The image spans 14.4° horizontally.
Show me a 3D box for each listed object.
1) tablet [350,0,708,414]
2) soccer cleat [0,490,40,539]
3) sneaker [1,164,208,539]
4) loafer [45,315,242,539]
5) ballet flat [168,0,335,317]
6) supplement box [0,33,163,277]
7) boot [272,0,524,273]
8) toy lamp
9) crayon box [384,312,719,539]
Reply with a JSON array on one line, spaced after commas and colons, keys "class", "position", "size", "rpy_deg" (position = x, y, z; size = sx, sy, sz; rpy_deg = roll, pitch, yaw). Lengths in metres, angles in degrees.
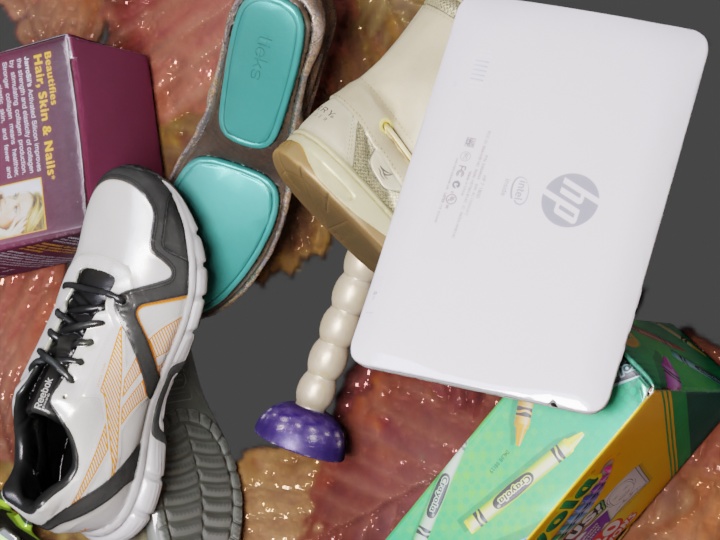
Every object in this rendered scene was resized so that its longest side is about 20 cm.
[{"class": "tablet", "position": [0.082, -0.035, 1.366], "size": [0.130, 0.014, 0.200], "rpy_deg": [11, 72, 20]}, {"class": "soccer cleat", "position": [-0.196, 0.182, 1.591], "size": [0.200, 0.065, 0.084], "rpy_deg": [32, 104, 26]}, {"class": "sneaker", "position": [-0.135, 0.043, 1.479], "size": [0.074, 0.080, 0.200], "rpy_deg": [7, 89, 39]}, {"class": "loafer", "position": [-0.121, 0.090, 1.560], "size": [0.070, 0.075, 0.200], "rpy_deg": [-25, 71, 37]}, {"class": "ballet flat", "position": [-0.056, -0.067, 1.519], "size": [0.068, 0.067, 0.200], "rpy_deg": [26, 115, 7]}, {"class": "supplement box", "position": [-0.216, -0.054, 1.604], "size": [0.200, 0.086, 0.111], "rpy_deg": [-12, 81, 27]}, {"class": "boot", "position": [0.074, -0.043, 1.449], "size": [0.200, 0.073, 0.155], "rpy_deg": [44, 77, -9]}, {"class": "toy lamp", "position": [0.000, 0.000, 1.502], "size": [0.058, 0.058, 0.200], "rpy_deg": [21, 97, 28]}, {"class": "crayon box", "position": [0.088, 0.114, 1.412], "size": [0.058, 0.119, 0.200], "rpy_deg": [46, 107, 23]}]
